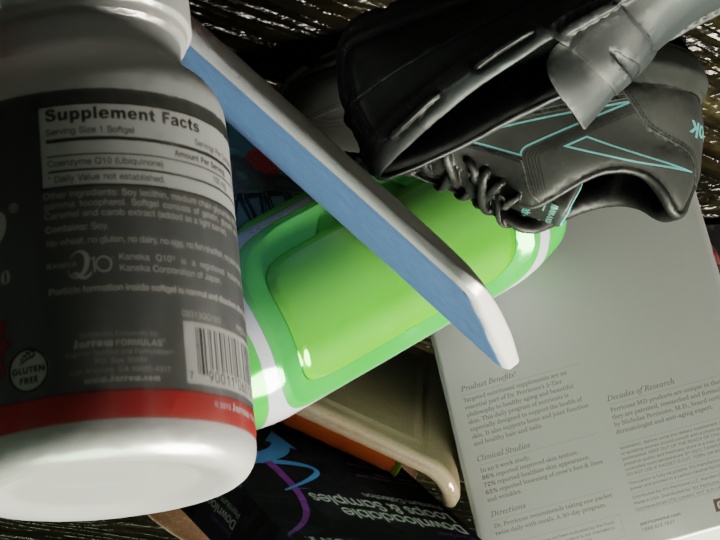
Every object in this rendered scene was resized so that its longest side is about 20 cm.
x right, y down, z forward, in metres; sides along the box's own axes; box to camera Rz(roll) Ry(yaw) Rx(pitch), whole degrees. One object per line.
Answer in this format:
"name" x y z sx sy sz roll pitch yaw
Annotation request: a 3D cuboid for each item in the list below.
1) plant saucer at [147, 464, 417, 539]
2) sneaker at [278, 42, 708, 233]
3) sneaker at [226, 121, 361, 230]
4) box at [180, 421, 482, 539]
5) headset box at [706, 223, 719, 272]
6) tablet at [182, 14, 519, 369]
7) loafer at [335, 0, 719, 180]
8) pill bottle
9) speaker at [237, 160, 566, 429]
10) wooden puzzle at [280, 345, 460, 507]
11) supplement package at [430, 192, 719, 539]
"plant saucer" -0.053 0.065 1.222 0.199 0.202 0.037 5 146 -20
"sneaker" 0.059 -0.061 0.993 0.198 0.080 0.075 0 165 2
"sneaker" -0.050 -0.014 1.112 0.079 0.096 0.199 -12 161 34
"box" -0.031 0.104 1.072 0.142 0.036 0.200 12 -161 -42
"headset box" 0.190 0.028 1.316 0.198 0.076 0.149 -3 164 5
"tablet" -0.012 -0.039 0.932 0.014 0.200 0.130 -46 161 -5
"loafer" 0.086 -0.090 0.873 0.199 0.071 0.068 -19 159 15
"pill bottle" -0.104 -0.014 0.838 0.115 0.202 0.116 -6 162 -2
"speaker" 0.000 0.000 1.036 0.199 0.089 0.088 -29 177 -27
"wooden puzzle" -0.035 0.047 1.147 0.199 0.037 0.185 30 -167 -5
"supplement package" 0.125 0.061 1.155 0.150 0.202 0.151 -15 162 8
